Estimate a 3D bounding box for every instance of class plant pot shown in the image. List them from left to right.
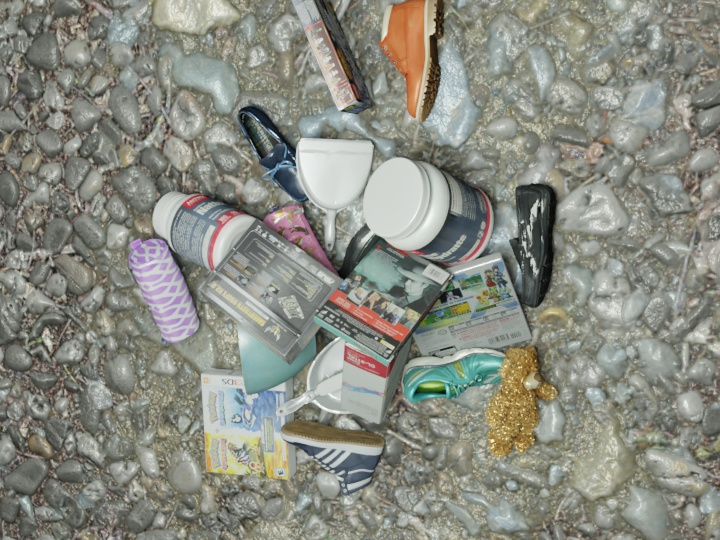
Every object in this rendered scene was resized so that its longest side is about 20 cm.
[{"bbox_3d":[-0.149,0.113,1.403,0.131,0.200,0.205,-6,99,-6],"label":"plant pot"}]

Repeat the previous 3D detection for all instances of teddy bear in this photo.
[{"bbox_3d":[0.272,0.232,1.329,0.142,0.067,0.204,12,106,-26],"label":"teddy bear"}]

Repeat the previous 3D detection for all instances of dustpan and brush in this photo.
[{"bbox_3d":[-0.067,0.218,1.443,0.197,0.057,0.142,-28,91,17],"label":"dustpan and brush"},{"bbox_3d":[-0.050,-0.131,1.389,0.136,0.057,0.205,1,101,-9],"label":"dustpan and brush"}]

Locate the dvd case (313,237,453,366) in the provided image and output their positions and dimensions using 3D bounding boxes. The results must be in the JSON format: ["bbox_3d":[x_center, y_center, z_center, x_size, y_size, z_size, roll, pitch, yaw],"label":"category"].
[{"bbox_3d":[0.039,0.044,1.244,0.144,0.201,0.022,28,147,20],"label":"dvd case"}]

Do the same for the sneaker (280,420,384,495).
[{"bbox_3d":[-0.060,0.348,1.446,0.195,0.070,0.111,11,106,-11],"label":"sneaker"}]

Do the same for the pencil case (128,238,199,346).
[{"bbox_3d":[-0.366,0.040,1.463,0.085,0.083,0.203,36,146,48],"label":"pencil case"}]

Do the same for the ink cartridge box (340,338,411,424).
[{"bbox_3d":[0.030,0.139,1.313,0.081,0.147,0.202,19,142,11],"label":"ink cartridge box"}]

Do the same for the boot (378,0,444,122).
[{"bbox_3d":[0.081,-0.352,1.313,0.105,0.075,0.205,3,92,18],"label":"boot"}]

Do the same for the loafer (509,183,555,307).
[{"bbox_3d":[0.283,-0.042,1.304,0.069,0.068,0.206,6,99,29],"label":"loafer"}]

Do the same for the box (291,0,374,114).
[{"bbox_3d":[-0.045,-0.364,1.307,0.039,0.137,0.204,-23,92,15],"label":"box"}]

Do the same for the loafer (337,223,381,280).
[{"bbox_3d":[0.000,0.000,1.387,0.070,0.067,0.203,42,115,28],"label":"loafer"}]

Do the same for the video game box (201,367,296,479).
[{"bbox_3d":[-0.217,0.296,1.516,0.178,0.047,0.205,1,100,18],"label":"video game box"}]

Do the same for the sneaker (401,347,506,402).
[{"bbox_3d":[0.169,0.192,1.360,0.195,0.080,0.079,-12,120,8],"label":"sneaker"}]

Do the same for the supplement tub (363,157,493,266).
[{"bbox_3d":[0.112,-0.093,1.261,0.138,0.198,0.144,-13,71,40],"label":"supplement tub"}]

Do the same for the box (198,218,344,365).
[{"bbox_3d":[-0.144,0.032,1.291,0.198,0.049,0.159,33,75,19],"label":"box"}]

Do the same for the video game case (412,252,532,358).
[{"bbox_3d":[0.175,0.071,1.338,0.196,0.022,0.184,-17,123,18],"label":"video game case"}]

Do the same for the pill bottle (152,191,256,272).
[{"bbox_3d":[-0.281,-0.071,1.413,0.197,0.119,0.122,24,106,31],"label":"pill bottle"}]

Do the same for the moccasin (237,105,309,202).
[{"bbox_3d":[-0.160,-0.203,1.402,0.080,0.068,0.201,-42,89,17],"label":"moccasin"}]

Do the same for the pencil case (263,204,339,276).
[{"bbox_3d":[-0.100,-0.021,1.379,0.081,0.087,0.202,-20,67,-21],"label":"pencil case"}]
